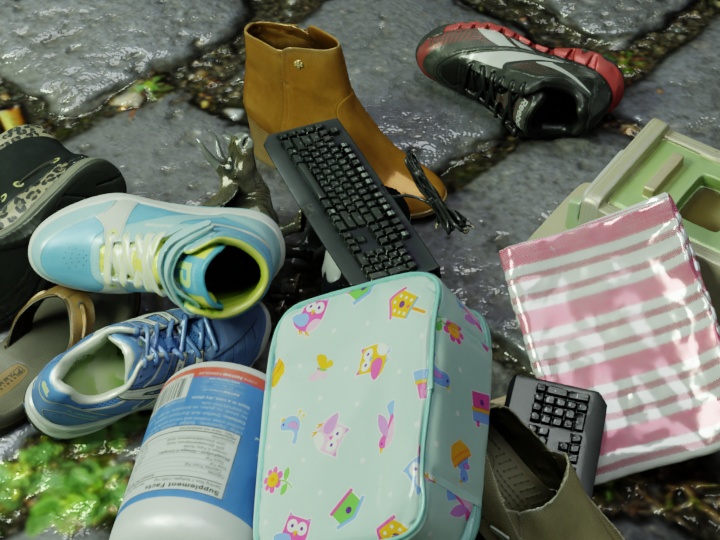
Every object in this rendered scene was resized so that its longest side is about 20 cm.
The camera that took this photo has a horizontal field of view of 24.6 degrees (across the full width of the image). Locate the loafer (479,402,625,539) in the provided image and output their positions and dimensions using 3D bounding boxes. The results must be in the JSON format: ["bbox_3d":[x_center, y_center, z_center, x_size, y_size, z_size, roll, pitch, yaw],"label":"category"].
[{"bbox_3d":[0.123,0.167,1.111,0.200,0.067,0.076,43,59,-2],"label":"loafer"}]

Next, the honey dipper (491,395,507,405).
[{"bbox_3d":[0.063,0.117,1.250,0.199,0.038,0.038,-16,46,-23],"label":"honey dipper"}]

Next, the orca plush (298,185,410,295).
[{"bbox_3d":[0.000,0.000,1.310,0.105,0.071,0.200,46,50,-6],"label":"orca plush"}]

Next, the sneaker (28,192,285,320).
[{"bbox_3d":[-0.156,-0.009,1.238,0.199,0.080,0.131,-2,13,-2],"label":"sneaker"}]

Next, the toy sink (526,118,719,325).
[{"bbox_3d":[0.245,-0.036,1.356,0.199,0.112,0.130,27,49,24],"label":"toy sink"}]

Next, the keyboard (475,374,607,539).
[{"bbox_3d":[0.110,0.160,1.168,0.103,0.040,0.201,8,57,12],"label":"keyboard"}]

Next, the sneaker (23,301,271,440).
[{"bbox_3d":[-0.154,0.070,1.241,0.199,0.077,0.076,-24,77,-21],"label":"sneaker"}]

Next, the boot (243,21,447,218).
[{"bbox_3d":[-0.016,-0.132,1.424,0.200,0.145,0.071,21,47,18],"label":"boot"}]

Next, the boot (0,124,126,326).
[{"bbox_3d":[-0.302,-0.036,1.373,0.203,0.074,0.154,-41,36,-11],"label":"boot"}]

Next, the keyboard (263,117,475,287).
[{"bbox_3d":[0.013,-0.060,1.327,0.126,0.021,0.200,-12,46,-23],"label":"keyboard"}]

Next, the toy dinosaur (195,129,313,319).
[{"bbox_3d":[-0.099,-0.008,1.354,0.102,0.077,0.201,10,75,14],"label":"toy dinosaur"}]

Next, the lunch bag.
[{"bbox_3d":[0.005,0.105,1.092,0.160,0.077,0.201,-18,53,35],"label":"lunch bag"}]

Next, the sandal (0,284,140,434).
[{"bbox_3d":[-0.246,0.048,1.292,0.081,0.055,0.200,28,50,25],"label":"sandal"}]

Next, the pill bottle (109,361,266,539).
[{"bbox_3d":[-0.109,0.169,1.131,0.111,0.113,0.201,8,45,6],"label":"pill bottle"}]

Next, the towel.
[{"bbox_3d":[0.197,0.053,1.242,0.146,0.030,0.201,-19,69,10],"label":"towel"}]

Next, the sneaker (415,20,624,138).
[{"bbox_3d":[0.139,-0.173,1.523,0.199,0.071,0.098,17,43,13],"label":"sneaker"}]
